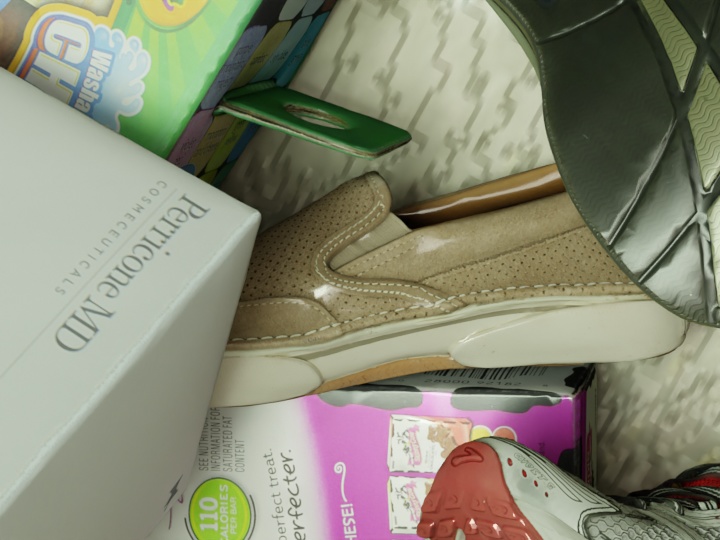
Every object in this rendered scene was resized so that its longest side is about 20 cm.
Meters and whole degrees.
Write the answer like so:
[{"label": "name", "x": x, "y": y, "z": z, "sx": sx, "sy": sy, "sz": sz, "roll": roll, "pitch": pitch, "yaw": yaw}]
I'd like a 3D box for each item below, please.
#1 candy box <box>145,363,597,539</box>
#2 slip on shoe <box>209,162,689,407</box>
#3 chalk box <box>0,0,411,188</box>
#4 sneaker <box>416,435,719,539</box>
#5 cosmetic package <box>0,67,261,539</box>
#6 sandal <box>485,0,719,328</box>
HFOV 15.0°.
[{"label": "candy box", "x": -0.027, "y": 0.095, "z": 0.856, "sx": 0.199, "sy": 0.061, "sz": 0.137, "roll": 2, "pitch": 99, "yaw": 10}, {"label": "slip on shoe", "x": 0.000, "y": 0.000, "z": 0.815, "sx": 0.199, "sy": 0.076, "sz": 0.061, "roll": -4, "pitch": 103, "yaw": -4}, {"label": "chalk box", "x": -0.079, "y": -0.081, "z": 0.809, "sx": 0.200, "sy": 0.125, "sz": 0.124, "roll": 35, "pitch": 102, "yaw": 6}, {"label": "sneaker", "x": 0.092, "y": 0.084, "z": 0.788, "sx": 0.078, "sy": 0.200, "sz": 0.082, "roll": 10, "pitch": 76, "yaw": 46}, {"label": "cosmetic package", "x": -0.164, "y": 0.032, "z": 0.692, "sx": 0.200, "sy": 0.199, "sz": 0.123, "roll": 30, "pitch": 136, "yaw": 9}, {"label": "sandal", "x": 0.080, "y": -0.073, "z": 0.798, "sx": 0.080, "sy": 0.057, "sz": 0.201, "roll": -34, "pitch": 62, "yaw": 12}]
